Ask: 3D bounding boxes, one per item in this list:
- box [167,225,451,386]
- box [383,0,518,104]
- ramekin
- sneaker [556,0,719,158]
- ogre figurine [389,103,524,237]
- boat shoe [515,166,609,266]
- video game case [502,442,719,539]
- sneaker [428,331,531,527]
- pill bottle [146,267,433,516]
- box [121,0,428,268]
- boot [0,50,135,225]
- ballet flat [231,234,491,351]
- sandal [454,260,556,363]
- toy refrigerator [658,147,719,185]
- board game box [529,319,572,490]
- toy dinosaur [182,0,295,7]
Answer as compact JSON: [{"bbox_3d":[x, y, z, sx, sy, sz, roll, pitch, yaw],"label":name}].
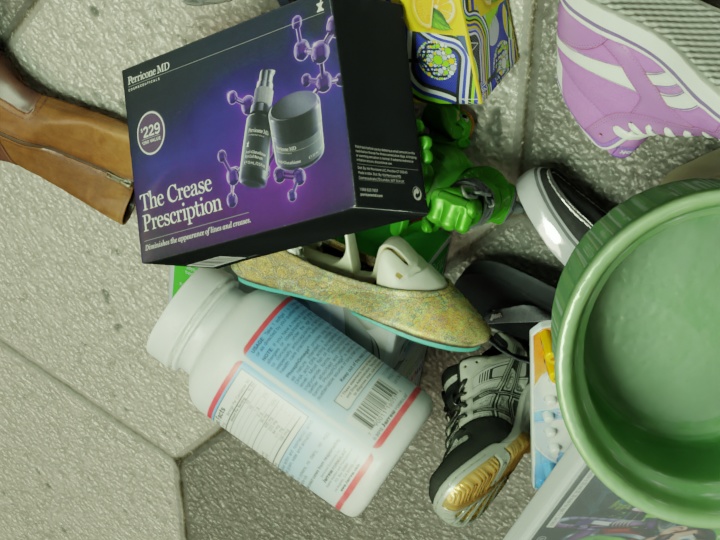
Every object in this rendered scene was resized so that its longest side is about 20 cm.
[{"bbox_3d":[-0.046,0.022,1.193,0.200,0.097,0.177,24,131,15],"label":"box"},{"bbox_3d":[0.046,-0.212,0.969,0.064,0.070,0.200,3,124,31],"label":"box"},{"bbox_3d":[0.206,0.041,0.880,0.199,0.098,0.201,0,103,-2],"label":"ramekin"},{"bbox_3d":[0.202,-0.104,0.933,0.200,0.073,0.114,43,145,33],"label":"sneaker"},{"bbox_3d":[0.027,-0.073,1.041,0.200,0.120,0.098,4,90,39],"label":"ogre figurine"},{"bbox_3d":[0.194,-0.006,1.036,0.066,0.070,0.200,-41,93,25],"label":"boat shoe"},{"bbox_3d":[0.213,0.163,1.061,0.181,0.023,0.200,5,140,-17],"label":"video game case"},{"bbox_3d":[0.086,0.113,1.098,0.088,0.200,0.076,36,124,12],"label":"sneaker"},{"bbox_3d":[-0.054,0.083,1.099,0.200,0.109,0.109,35,135,6],"label":"pill bottle"},{"bbox_3d":[-0.061,-0.088,0.990,0.200,0.079,0.142,-13,78,40],"label":"box"},{"bbox_3d":[-0.269,-0.141,1.235,0.200,0.068,0.189,26,133,13],"label":"boot"},{"bbox_3d":[0.000,0.000,1.048,0.200,0.071,0.071,17,131,20],"label":"ballet flat"},{"bbox_3d":[0.130,0.041,1.077,0.200,0.043,0.076,20,153,53],"label":"sandal"},{"bbox_3d":[0.283,-0.057,0.933,0.200,0.070,0.076,-27,102,41],"label":"toy refrigerator"},{"bbox_3d":[0.216,0.090,1.012,0.199,0.026,0.200,-9,140,0],"label":"board game box"},{"bbox_3d":[-0.058,-0.221,1.025,0.200,0.105,0.182,-15,134,27],"label":"toy dinosaur"}]
